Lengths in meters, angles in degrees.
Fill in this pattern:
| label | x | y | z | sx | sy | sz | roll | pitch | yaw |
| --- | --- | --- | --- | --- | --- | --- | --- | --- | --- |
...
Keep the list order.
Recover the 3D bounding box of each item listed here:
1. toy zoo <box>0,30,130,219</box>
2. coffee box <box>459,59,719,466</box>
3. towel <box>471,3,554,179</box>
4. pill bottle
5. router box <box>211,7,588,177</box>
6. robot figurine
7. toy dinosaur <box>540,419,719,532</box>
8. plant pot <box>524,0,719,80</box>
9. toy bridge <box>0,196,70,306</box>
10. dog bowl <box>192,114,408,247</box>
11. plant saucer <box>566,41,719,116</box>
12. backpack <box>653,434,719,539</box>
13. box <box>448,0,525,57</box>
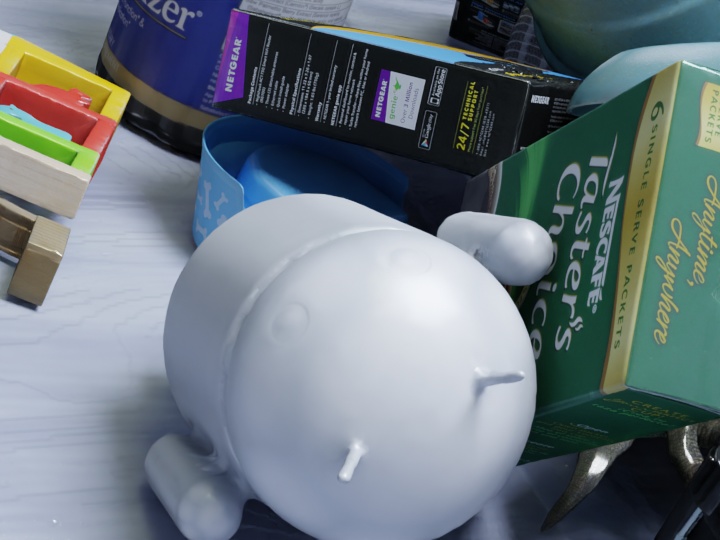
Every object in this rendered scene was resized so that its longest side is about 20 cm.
| label | x | y | z | sx | sy | sz | roll | pitch | yaw |
| --- | --- | --- | --- | --- | --- | --- | --- | --- | --- |
| toy zoo | -0.175 | -0.084 | 1.042 | 0.131 | 0.021 | 0.200 | 24 | 16 | -6 |
| coffee box | 0.083 | 0.004 | 0.850 | 0.044 | 0.124 | 0.200 | 17 | -14 | -17 |
| towel | 0.145 | -0.073 | 1.257 | 0.165 | 0.086 | 0.200 | 23 | 24 | 1 |
| pill bottle | -0.051 | -0.164 | 1.127 | 0.111 | 0.201 | 0.112 | 19 | 25 | -9 |
| router box | 0.041 | -0.080 | 1.075 | 0.148 | 0.051 | 0.200 | 16 | 8 | 22 |
| robot figurine | -0.005 | 0.035 | 0.829 | 0.113 | 0.169 | 0.200 | 51 | -7 | -18 |
| toy dinosaur | 0.132 | 0.038 | 0.920 | 0.102 | 0.200 | 0.077 | 33 | -18 | 35 |
| plant pot | 0.131 | -0.222 | 1.139 | 0.196 | 0.200 | 0.200 | 47 | 5 | -41 |
| toy bridge | -0.218 | -0.042 | 0.942 | 0.199 | 0.027 | 0.067 | 20 | 22 | -8 |
| dog bowl | 0.000 | 0.000 | 1.023 | 0.111 | 0.050 | 0.200 | -5 | 37 | -46 |
| plant saucer | 0.189 | -0.078 | 0.979 | 0.199 | 0.028 | 0.200 | 1 | 0 | 0 |
| backpack | 0.208 | 0.121 | 0.808 | 0.199 | 0.178 | 0.151 | 32 | 32 | 10 |
| box | 0.157 | -0.153 | 1.359 | 0.199 | 0.046 | 0.159 | 22 | -17 | 4 |
